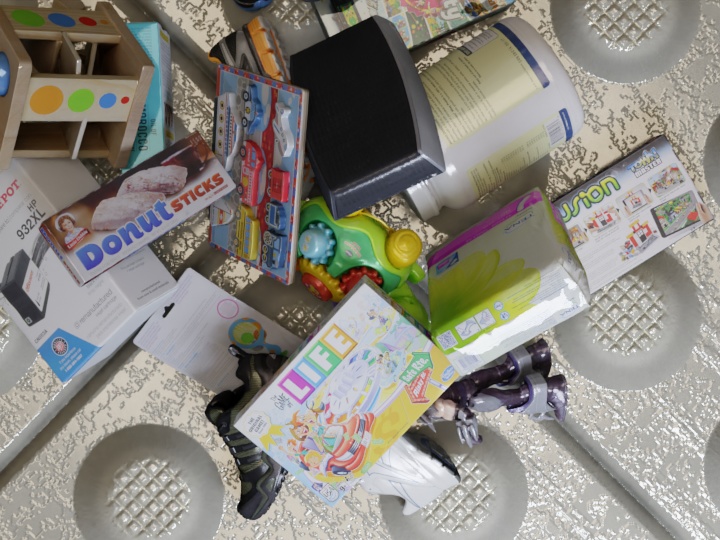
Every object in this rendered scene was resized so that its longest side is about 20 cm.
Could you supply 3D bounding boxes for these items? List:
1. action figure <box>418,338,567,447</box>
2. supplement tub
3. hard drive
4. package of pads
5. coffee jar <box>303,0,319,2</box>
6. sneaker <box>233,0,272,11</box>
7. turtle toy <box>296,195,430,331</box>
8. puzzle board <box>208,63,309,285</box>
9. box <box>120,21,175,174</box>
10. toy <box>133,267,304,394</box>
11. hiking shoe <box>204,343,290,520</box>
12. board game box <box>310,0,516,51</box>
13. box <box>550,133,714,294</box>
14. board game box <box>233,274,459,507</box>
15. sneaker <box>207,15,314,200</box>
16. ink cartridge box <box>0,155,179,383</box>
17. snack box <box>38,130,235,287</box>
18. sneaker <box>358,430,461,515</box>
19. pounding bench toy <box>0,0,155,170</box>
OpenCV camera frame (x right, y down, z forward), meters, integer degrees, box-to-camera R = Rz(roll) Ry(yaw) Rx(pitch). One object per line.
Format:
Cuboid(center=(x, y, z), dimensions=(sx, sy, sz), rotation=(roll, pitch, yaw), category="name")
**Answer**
Cuboid(center=(0.118, 0.133, 1.308), dimensions=(0.199, 0.130, 0.070), rotation=(-8, 128, -15), category="action figure")
Cuboid(center=(0.116, -0.156, 1.286), dimensions=(0.200, 0.145, 0.145), rotation=(-33, 92, 0), category="supplement tub")
Cuboid(center=(-0.001, -0.160, 1.225), dimensions=(0.134, 0.042, 0.201), rotation=(-23, 58, 11), category="hard drive")
Cuboid(center=(0.146, 0.007, 1.237), dimensions=(0.154, 0.200, 0.068), rotation=(-31, 111, 15), category="package of pads")
Cuboid(center=(0.019, -0.345, 1.246), dimensions=(0.199, 0.085, 0.105), rotation=(-18, 94, -1), category="coffee jar")
Cuboid(center=(-0.145, -0.374, 1.303), dimensions=(0.071, 0.083, 0.200), rotation=(-26, 92, -1), category="sneaker")
Cuboid(center=(0.000, 0.000, 1.280), dimensions=(0.200, 0.146, 0.101), rotation=(42, 74, -3), category="turtle toy")
Cuboid(center=(-0.112, -0.101, 1.267), dimensions=(0.017, 0.150, 0.201), rotation=(-9, 113, -40), category="puzzle board")
Cuboid(center=(-0.228, -0.158, 1.308), dimensions=(0.049, 0.082, 0.201), rotation=(-3, 91, 0), category="box")
Cuboid(center=(-0.129, 0.082, 1.329), dimensions=(0.200, 0.047, 0.115), rotation=(35, 114, -12), category="toy")
Cuboid(center=(-0.118, 0.171, 1.314), dimensions=(0.100, 0.076, 0.201), rotation=(16, 110, 4), category="hiking shoe")
Cuboid(center=(0.045, -0.312, 1.321), dimensions=(0.199, 0.064, 0.148), rotation=(-24, 93, -1), category="board game box")
Cuboid(center=(0.273, -0.051, 1.348), dimensions=(0.200, 0.035, 0.110), rotation=(-31, 92, 0), category="box")
Cuboid(center=(-0.012, 0.123, 1.233), dimensions=(0.134, 0.034, 0.200), rotation=(41, 102, -8), category="board game box")
Cuboid(center=(-0.102, -0.167, 1.321), dimensions=(0.077, 0.078, 0.201), rotation=(-18, 89, 13), category="sneaker")
Cuboid(center=(-0.309, -0.010, 1.273), dimensions=(0.145, 0.084, 0.200), rotation=(-41, 87, 33), category="ink cartridge box")
Cuboid(center=(-0.220, -0.064, 1.227), dimensions=(0.200, 0.024, 0.072), rotation=(-37, 94, -33), category="snack box")
Cuboid(center=(0.016, 0.194, 1.315), dimensions=(0.200, 0.075, 0.087), rotation=(40, 99, -18), category="sneaker")
Cuboid(center=(-0.329, -0.209, 1.237), dimensions=(0.155, 0.200, 0.125), rotation=(-4, 133, -36), category="pounding bench toy")
